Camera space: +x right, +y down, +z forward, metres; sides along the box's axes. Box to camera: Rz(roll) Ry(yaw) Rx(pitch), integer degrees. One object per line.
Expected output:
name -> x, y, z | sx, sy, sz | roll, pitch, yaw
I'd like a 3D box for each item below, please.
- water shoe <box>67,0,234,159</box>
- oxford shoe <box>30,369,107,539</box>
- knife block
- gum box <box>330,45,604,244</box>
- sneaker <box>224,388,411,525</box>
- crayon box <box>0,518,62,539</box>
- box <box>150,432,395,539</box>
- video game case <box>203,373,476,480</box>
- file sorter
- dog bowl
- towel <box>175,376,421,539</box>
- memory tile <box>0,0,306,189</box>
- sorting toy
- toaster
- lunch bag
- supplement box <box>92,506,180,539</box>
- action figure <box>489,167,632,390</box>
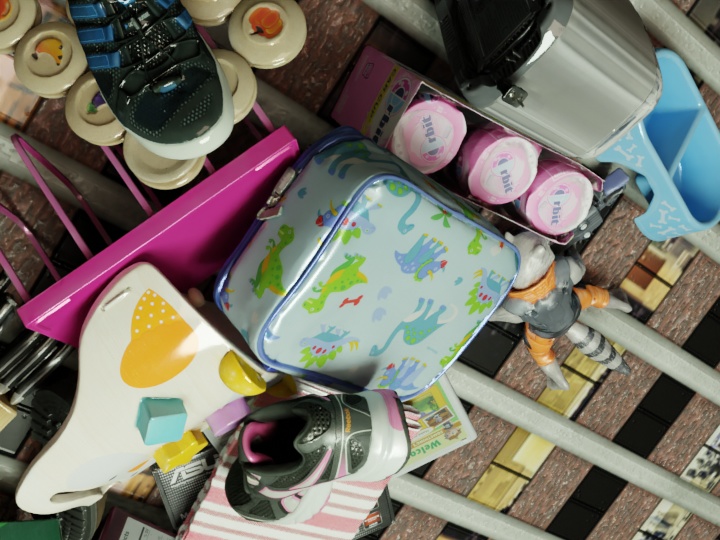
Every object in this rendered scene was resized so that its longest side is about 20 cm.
water shoe -> -0.143, -0.154, 0.572 | 0.071, 0.201, 0.079 | -31, 165, -2
oxford shoe -> -0.221, 0.156, 0.801 | 0.084, 0.072, 0.201 | -41, 158, -51
knife block -> -0.300, 0.103, 0.748 | 0.174, 0.064, 0.201 | -3, 115, -20
gum box -> 0.088, -0.096, 0.783 | 0.199, 0.114, 0.066 | 22, 105, -29
sneaker -> -0.055, 0.125, 0.690 | 0.086, 0.081, 0.200 | 11, 146, -31
crayon box -> -0.344, 0.242, 0.749 | 0.199, 0.052, 0.126 | 6, 143, -39
box -> -0.077, 0.197, 0.896 | 0.199, 0.044, 0.161 | -19, 120, -13
video game case -> -0.024, 0.118, 0.822 | 0.199, 0.022, 0.183 | -27, 121, 4
file sorter -> -0.152, -0.057, 0.675 | 0.199, 0.139, 0.126 | -35, 78, -5
dog bowl -> 0.266, -0.111, 0.859 | 0.200, 0.049, 0.112 | 49, 62, -32
towel -> -0.054, 0.175, 0.822 | 0.145, 0.030, 0.201 | 19, 117, -21
memory tile -> -0.146, -0.158, 0.623 | 0.154, 0.200, 0.017 | -50, 167, -8
sorting toy -> -0.149, 0.100, 0.687 | 0.180, 0.200, 0.107 | -42, 78, 2
toaster -> 0.140, -0.170, 0.725 | 0.129, 0.201, 0.114 | 24, 128, -31
lunch bag -> 0.006, 0.007, 0.675 | 0.199, 0.082, 0.161 | 24, 106, -48
supplement box -> -0.155, 0.306, 0.846 | 0.199, 0.086, 0.111 | 27, 118, -11
action figure -> 0.192, 0.012, 0.884 | 0.200, 0.105, 0.193 | -43, 135, 10
